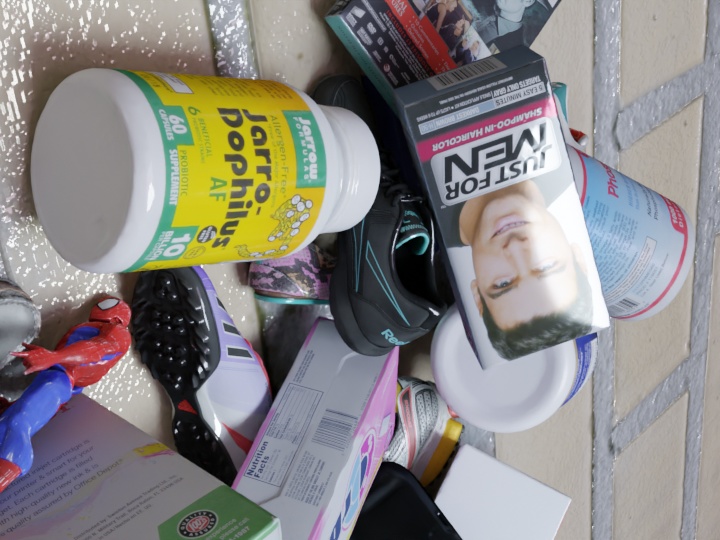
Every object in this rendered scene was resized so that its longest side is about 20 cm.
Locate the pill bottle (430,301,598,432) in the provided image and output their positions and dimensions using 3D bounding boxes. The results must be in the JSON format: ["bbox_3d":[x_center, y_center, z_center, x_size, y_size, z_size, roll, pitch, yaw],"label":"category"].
[{"bbox_3d":[0.139,0.065,0.937,0.200,0.115,0.116,-6,112,-70],"label":"pill bottle"}]

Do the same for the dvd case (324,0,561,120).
[{"bbox_3d":[0.072,-0.199,0.819,0.146,0.022,0.200,49,64,-30],"label":"dvd case"}]

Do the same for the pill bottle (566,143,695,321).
[{"bbox_3d":[0.162,-0.040,0.879,0.199,0.109,0.109,23,89,-30],"label":"pill bottle"}]

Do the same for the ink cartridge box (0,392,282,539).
[{"bbox_3d":[-0.158,0.161,0.612,0.145,0.199,0.088,-31,130,-38],"label":"ink cartridge box"}]

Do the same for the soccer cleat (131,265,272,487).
[{"bbox_3d":[-0.099,0.063,0.748,0.073,0.068,0.201,-48,139,-42],"label":"soccer cleat"}]

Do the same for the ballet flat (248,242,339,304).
[{"bbox_3d":[0.000,0.000,0.829,0.199,0.069,0.072,13,91,-46],"label":"ballet flat"}]

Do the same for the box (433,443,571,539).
[{"bbox_3d":[0.103,0.225,0.945,0.125,0.097,0.200,-64,171,-6],"label":"box"}]

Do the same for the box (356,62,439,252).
[{"bbox_3d":[0.065,-0.101,0.883,0.121,0.032,0.201,-39,132,-32],"label":"box"}]

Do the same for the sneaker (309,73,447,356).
[{"bbox_3d":[0.015,-0.045,0.765,0.075,0.079,0.201,-4,79,-43],"label":"sneaker"}]

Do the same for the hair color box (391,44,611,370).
[{"bbox_3d":[0.099,-0.042,0.769,0.098,0.061,0.201,-19,112,0],"label":"hair color box"}]

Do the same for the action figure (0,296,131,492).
[{"bbox_3d":[-0.182,0.072,0.622,0.065,0.052,0.200,-45,-174,34],"label":"action figure"}]

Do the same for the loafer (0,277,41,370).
[{"bbox_3d":[-0.248,0.063,0.573,0.199,0.063,0.072,-25,124,-40],"label":"loafer"}]

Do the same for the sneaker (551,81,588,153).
[{"bbox_3d":[0.175,-0.075,0.986,0.093,0.070,0.200,-40,130,-22],"label":"sneaker"}]

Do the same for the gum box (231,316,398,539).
[{"bbox_3d":[-0.034,0.146,0.773,0.114,0.066,0.200,92,18,-44],"label":"gum box"}]

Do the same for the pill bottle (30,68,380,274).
[{"bbox_3d":[-0.084,-0.060,0.669,0.199,0.112,0.113,-5,110,-47],"label":"pill bottle"}]

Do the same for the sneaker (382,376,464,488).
[{"bbox_3d":[0.007,0.177,0.917,0.082,0.078,0.201,24,90,-26],"label":"sneaker"}]

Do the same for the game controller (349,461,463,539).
[{"bbox_3d":[0.042,0.242,0.826,0.104,0.200,0.042,-37,156,-4],"label":"game controller"}]
